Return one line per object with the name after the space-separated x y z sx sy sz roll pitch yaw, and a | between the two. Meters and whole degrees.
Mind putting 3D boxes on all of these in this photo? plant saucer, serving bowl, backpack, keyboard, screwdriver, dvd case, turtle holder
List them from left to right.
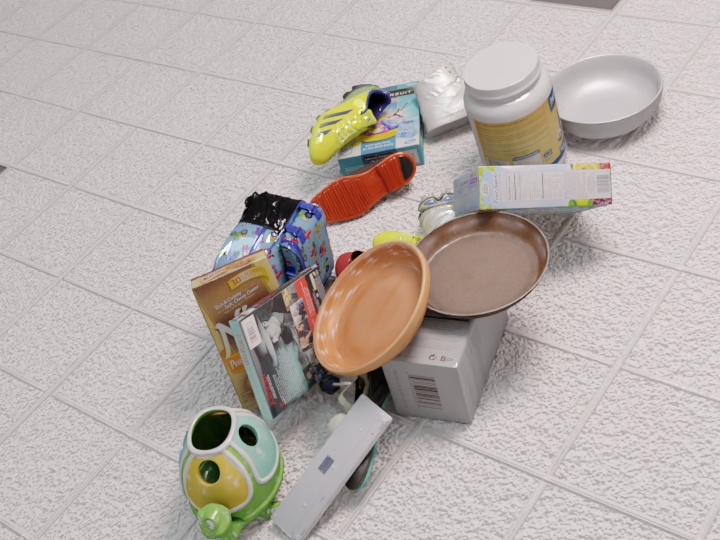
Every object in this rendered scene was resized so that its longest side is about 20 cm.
-0.183 0.263 1.398 0.139 0.133 0.186 11 49 30 | turtle holder
-0.139 0.005 1.625 0.133 0.184 0.201 10 42 20 | backpack
-0.095 0.096 1.485 0.022 0.148 0.200 -9 16 33 | dvd case
-0.038 0.254 1.379 0.056 0.011 0.201 35 87 35 | keyboard
-0.034 0.150 1.451 0.028 0.200 0.029 -36 87 -12 | screwdriver
0.020 0.054 1.433 0.199 0.037 0.202 -31 38 28 | plant saucer
0.158 -0.003 1.455 0.197 0.032 0.202 -10 42 9 | plant saucer
0.413 -0.284 1.820 0.197 0.066 0.202 -11 42 10 | serving bowl

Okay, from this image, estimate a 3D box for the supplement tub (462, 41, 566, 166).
0.248 -0.250 1.736 0.143 0.201 0.146 -13 43 13 | supplement tub

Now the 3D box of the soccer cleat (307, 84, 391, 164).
-0.019 -0.257 1.877 0.083 0.065 0.201 15 52 33 | soccer cleat

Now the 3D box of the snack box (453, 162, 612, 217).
0.250 -0.118 1.592 0.197 0.069 0.169 -4 -1 -8 | snack box

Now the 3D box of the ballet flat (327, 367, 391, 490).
-0.007 0.202 1.443 0.068 0.068 0.201 -48 15 40 | ballet flat

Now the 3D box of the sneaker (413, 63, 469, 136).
0.193 -0.327 1.913 0.197 0.074 0.117 -19 76 0 | sneaker

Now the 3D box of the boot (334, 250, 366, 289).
0.000 0.000 1.608 0.072 0.145 0.201 -24 40 -6 | boot

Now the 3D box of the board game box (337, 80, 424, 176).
0.039 -0.259 1.953 0.149 0.047 0.202 -10 42 11 | board game box

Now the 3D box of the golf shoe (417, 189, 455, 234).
0.192 -0.088 1.704 0.197 0.079 0.098 -19 60 6 | golf shoe

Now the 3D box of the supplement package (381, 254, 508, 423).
0.118 0.090 1.482 0.116 0.118 0.201 4 45 25 | supplement package

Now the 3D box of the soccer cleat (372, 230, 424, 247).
0.093 -0.032 1.652 0.065 0.084 0.199 -41 45 -24 | soccer cleat

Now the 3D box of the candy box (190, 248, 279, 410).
-0.151 0.085 1.528 0.114 0.202 0.055 -23 18 -5 | candy box

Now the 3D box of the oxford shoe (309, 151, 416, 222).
0.002 -0.140 1.838 0.198 0.072 0.073 -24 12 -1 | oxford shoe
